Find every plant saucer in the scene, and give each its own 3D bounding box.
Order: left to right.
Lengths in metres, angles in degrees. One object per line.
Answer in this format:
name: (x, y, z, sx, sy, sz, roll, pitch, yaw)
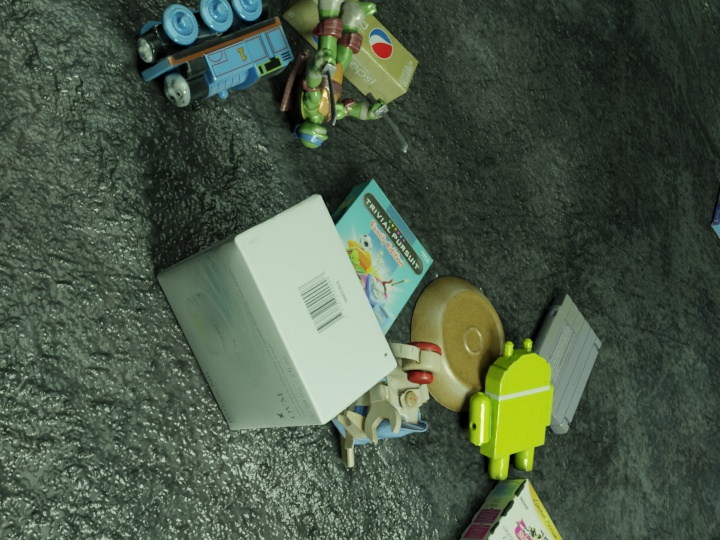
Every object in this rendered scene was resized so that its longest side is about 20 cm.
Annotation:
plant saucer: (0.158, 0.107, 1.141, 0.197, 0.035, 0.206, 11, 73, -38)

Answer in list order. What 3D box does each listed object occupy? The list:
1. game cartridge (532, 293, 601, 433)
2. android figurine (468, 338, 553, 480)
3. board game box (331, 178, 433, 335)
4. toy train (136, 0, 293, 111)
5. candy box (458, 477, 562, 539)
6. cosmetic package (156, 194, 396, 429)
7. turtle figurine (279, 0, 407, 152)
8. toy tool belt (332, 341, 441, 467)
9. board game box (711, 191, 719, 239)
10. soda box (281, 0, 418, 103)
game cartridge: (0.335, 0.152, 1.281, 0.130, 0.038, 0.201, 47, 54, -16)
android figurine: (0.231, 0.204, 1.141, 0.179, 0.041, 0.206, -5, 100, -39)
board game box: (0.000, 0.000, 1.027, 0.152, 0.046, 0.201, 51, 53, -19)
toy train: (-0.176, -0.269, 0.925, 0.199, 0.086, 0.116, -37, 108, -40)
candy box: (0.204, 0.417, 1.085, 0.200, 0.060, 0.138, -42, 106, -39)
cosmetic package: (-0.097, 0.054, 0.831, 0.122, 0.198, 0.203, -30, 98, -37)
turtle figurine: (-0.008, -0.252, 0.966, 0.141, 0.199, 0.199, 8, 90, -29)
toy tool belt: (0.031, 0.167, 0.914, 0.122, 0.199, 0.126, 15, 67, -26)
board game box: (0.935, -0.148, 1.750, 0.097, 0.198, 0.161, 45, 56, -22)
soda box: (-0.012, -0.328, 1.086, 0.199, 0.067, 0.065, 39, 57, -26)
